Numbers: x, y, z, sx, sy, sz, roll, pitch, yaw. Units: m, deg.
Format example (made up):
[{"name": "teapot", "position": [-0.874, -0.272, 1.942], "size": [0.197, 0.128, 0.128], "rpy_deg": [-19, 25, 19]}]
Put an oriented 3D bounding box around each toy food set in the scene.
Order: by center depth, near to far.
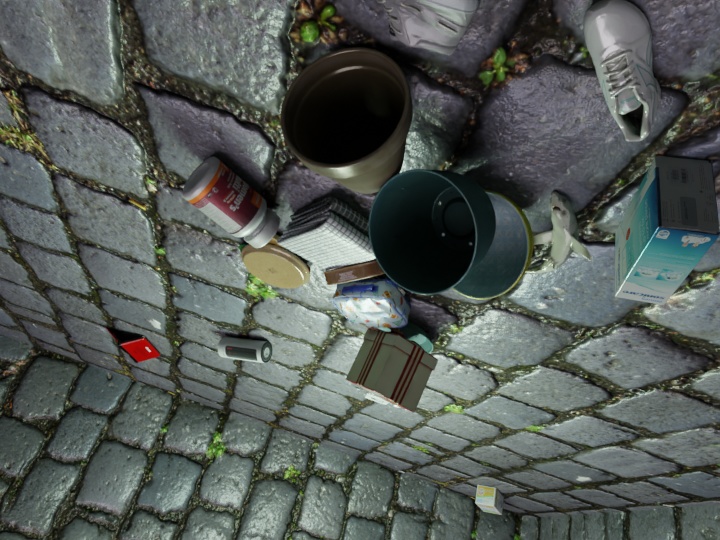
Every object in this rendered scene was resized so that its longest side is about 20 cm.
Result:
[{"name": "toy food set", "position": [-0.225, -0.019, 1.348], "size": [0.199, 0.049, 0.197], "rpy_deg": [33, 146, -25]}]

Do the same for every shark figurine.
[{"name": "shark figurine", "position": [0.377, -0.045, 0.984], "size": [0.128, 0.089, 0.215], "rpy_deg": [45, 146, 19]}]

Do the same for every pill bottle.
[{"name": "pill bottle", "position": [-0.275, -0.143, 1.116], "size": [0.109, 0.110, 0.200], "rpy_deg": [-14, 138, 41]}]

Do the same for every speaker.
[{"name": "speaker", "position": [-0.435, 0.297, 1.928], "size": [0.198, 0.082, 0.081], "rpy_deg": [3, 147, 23]}]

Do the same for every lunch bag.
[{"name": "lunch bag", "position": [0.032, 0.083, 1.358], "size": [0.198, 0.076, 0.161], "rpy_deg": [-5, 140, 34]}]

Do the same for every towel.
[{"name": "towel", "position": [-0.063, -0.078, 1.138], "size": [0.165, 0.086, 0.199], "rpy_deg": [30, 152, -33]}]

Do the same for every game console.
[{"name": "game console", "position": [-1.030, 0.324, 2.332], "size": [0.171, 0.119, 0.201], "rpy_deg": [-15, 149, -7]}]

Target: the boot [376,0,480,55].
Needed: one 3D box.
[{"name": "boot", "position": [0.047, -0.344, 0.664], "size": [0.198, 0.074, 0.096], "rpy_deg": [19, 142, -4]}]

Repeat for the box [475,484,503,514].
[{"name": "box", "position": [0.738, 1.310, 2.929], "size": [0.112, 0.102, 0.200], "rpy_deg": [-2, 144, 28]}]

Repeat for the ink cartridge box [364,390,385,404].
[{"name": "ink cartridge box", "position": [0.075, 0.342, 1.638], "size": [0.083, 0.146, 0.200], "rpy_deg": [18, 163, 4]}]

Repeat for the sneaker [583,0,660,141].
[{"name": "sneaker", "position": [0.343, -0.253, 0.660], "size": [0.070, 0.081, 0.200], "rpy_deg": [-11, 138, 41]}]

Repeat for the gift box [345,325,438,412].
[{"name": "gift box", "position": [0.078, 0.262, 1.450], "size": [0.184, 0.188, 0.199], "rpy_deg": [36, 164, -31]}]

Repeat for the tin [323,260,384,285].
[{"name": "tin", "position": [0.000, 0.000, 1.211], "size": [0.199, 0.042, 0.111], "rpy_deg": [-12, 179, 40]}]

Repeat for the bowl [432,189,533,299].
[{"name": "bowl", "position": [0.245, -0.054, 0.975], "size": [0.199, 0.202, 0.107], "rpy_deg": [-13, 180, 41]}]

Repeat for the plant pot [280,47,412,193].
[{"name": "plant pot", "position": [-0.005, -0.214, 0.818], "size": [0.198, 0.202, 0.174], "rpy_deg": [7, 165, 17]}]

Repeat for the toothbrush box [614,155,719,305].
[{"name": "toothbrush box", "position": [0.485, -0.060, 0.830], "size": [0.084, 0.147, 0.201], "rpy_deg": [9, 150, 14]}]

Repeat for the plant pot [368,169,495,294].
[{"name": "plant pot", "position": [0.138, -0.077, 0.879], "size": [0.199, 0.160, 0.203], "rpy_deg": [11, 110, 34]}]

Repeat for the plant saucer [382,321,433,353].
[{"name": "plant saucer", "position": [0.122, 0.195, 1.527], "size": [0.198, 0.036, 0.201], "rpy_deg": [13, 150, 8]}]
